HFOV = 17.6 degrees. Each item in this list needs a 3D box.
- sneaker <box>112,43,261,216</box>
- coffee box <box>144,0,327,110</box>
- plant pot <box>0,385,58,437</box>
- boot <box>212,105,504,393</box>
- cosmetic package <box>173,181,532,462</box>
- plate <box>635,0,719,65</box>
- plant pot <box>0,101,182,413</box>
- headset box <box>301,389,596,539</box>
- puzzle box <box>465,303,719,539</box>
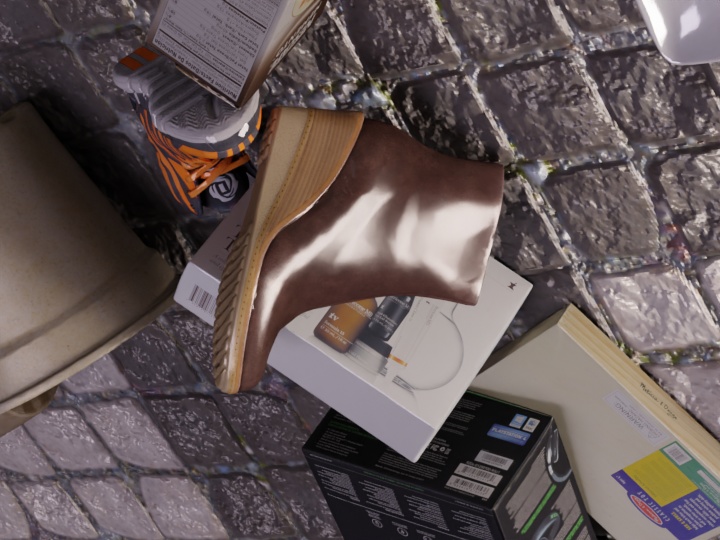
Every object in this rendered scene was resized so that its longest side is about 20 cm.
[{"bbox_3d":[-0.097,-0.088,1.567,0.112,0.077,0.200,64,171,-25],"label":"sneaker"},{"bbox_3d":[-0.051,-0.210,1.422,0.080,0.114,0.200,34,143,3],"label":"coffee box"},{"bbox_3d":[-0.345,0.077,1.890,0.173,0.200,0.200,-11,122,31],"label":"plant pot"},{"bbox_3d":[0.000,0.000,1.504,0.166,0.201,0.072,17,171,-13],"label":"boot"},{"bbox_3d":[-0.003,0.014,1.582,0.200,0.151,0.052,34,140,4],"label":"cosmetic package"},{"bbox_3d":[0.220,-0.211,1.278,0.199,0.032,0.200,-4,127,40],"label":"plate"},{"bbox_3d":[-0.257,-0.017,1.737,0.200,0.200,0.184,-21,103,47],"label":"plant pot"},{"bbox_3d":[0.075,0.184,1.713,0.174,0.093,0.200,14,142,35],"label":"headset box"},{"bbox_3d":[0.178,0.121,1.651,0.200,0.025,0.133,43,141,-8],"label":"puzzle box"}]
